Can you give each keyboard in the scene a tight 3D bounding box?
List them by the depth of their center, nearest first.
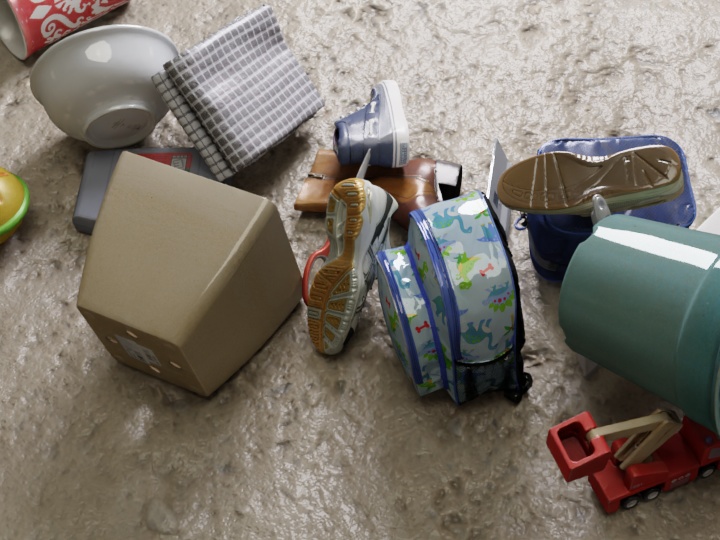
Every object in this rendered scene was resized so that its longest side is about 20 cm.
[{"bbox_3d":[0.165,-0.080,1.438,0.011,0.056,0.201,-19,36,28],"label":"keyboard"}]

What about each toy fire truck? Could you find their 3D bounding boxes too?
[{"bbox_3d":[0.281,0.176,1.180,0.198,0.142,0.049,-19,52,-10],"label":"toy fire truck"}]

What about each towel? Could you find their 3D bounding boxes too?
[{"bbox_3d":[-0.148,-0.232,1.520,0.166,0.085,0.200,54,49,-9],"label":"towel"}]

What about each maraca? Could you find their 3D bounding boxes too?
[{"bbox_3d":[-0.508,-0.077,1.472,0.197,0.108,0.138,-4,43,1],"label":"maraca"}]

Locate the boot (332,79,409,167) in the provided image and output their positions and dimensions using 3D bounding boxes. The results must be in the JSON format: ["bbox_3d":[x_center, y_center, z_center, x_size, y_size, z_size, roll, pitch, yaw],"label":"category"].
[{"bbox_3d":[0.007,-0.191,1.512,0.089,0.074,0.201,-1,26,-5],"label":"boot"}]

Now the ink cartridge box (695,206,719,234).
[{"bbox_3d":[0.495,-0.044,1.401,0.145,0.048,0.200,36,62,29],"label":"ink cartridge box"}]

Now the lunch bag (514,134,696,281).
[{"bbox_3d":[0.278,-0.063,1.382,0.197,0.133,0.137,-1,59,2],"label":"lunch bag"}]

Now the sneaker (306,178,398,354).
[{"bbox_3d":[0.000,0.000,1.361,0.075,0.087,0.203,15,93,43],"label":"sneaker"}]

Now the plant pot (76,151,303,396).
[{"bbox_3d":[-0.199,0.019,1.326,0.198,0.200,0.178,18,65,19],"label":"plant pot"}]

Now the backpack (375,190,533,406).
[{"bbox_3d":[0.096,0.030,1.276,0.145,0.201,0.184,-14,52,-7],"label":"backpack"}]

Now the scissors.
[{"bbox_3d":[-0.027,-0.051,1.396,0.072,0.014,0.203,10,84,-26],"label":"scissors"}]

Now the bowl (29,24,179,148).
[{"bbox_3d":[-0.319,-0.220,1.533,0.199,0.201,0.091,-15,69,-8],"label":"bowl"}]

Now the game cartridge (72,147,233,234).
[{"bbox_3d":[-0.263,-0.098,1.517,0.197,0.041,0.134,-2,55,3],"label":"game cartridge"}]

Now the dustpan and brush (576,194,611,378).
[{"bbox_3d":[0.270,0.004,1.282,0.139,0.202,0.057,-37,24,-24],"label":"dustpan and brush"}]

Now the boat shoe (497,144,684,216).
[{"bbox_3d":[0.248,-0.088,1.285,0.198,0.065,0.073,-7,63,19],"label":"boat shoe"}]

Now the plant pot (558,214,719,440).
[{"bbox_3d":[0.312,0.041,1.158,0.195,0.202,0.200,23,55,39],"label":"plant pot"}]

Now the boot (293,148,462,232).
[{"bbox_3d":[0.014,-0.080,1.457,0.197,0.069,0.190,7,52,11],"label":"boot"}]

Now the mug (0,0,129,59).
[{"bbox_3d":[-0.446,-0.422,1.735,0.199,0.134,0.177,-31,57,-24],"label":"mug"}]
